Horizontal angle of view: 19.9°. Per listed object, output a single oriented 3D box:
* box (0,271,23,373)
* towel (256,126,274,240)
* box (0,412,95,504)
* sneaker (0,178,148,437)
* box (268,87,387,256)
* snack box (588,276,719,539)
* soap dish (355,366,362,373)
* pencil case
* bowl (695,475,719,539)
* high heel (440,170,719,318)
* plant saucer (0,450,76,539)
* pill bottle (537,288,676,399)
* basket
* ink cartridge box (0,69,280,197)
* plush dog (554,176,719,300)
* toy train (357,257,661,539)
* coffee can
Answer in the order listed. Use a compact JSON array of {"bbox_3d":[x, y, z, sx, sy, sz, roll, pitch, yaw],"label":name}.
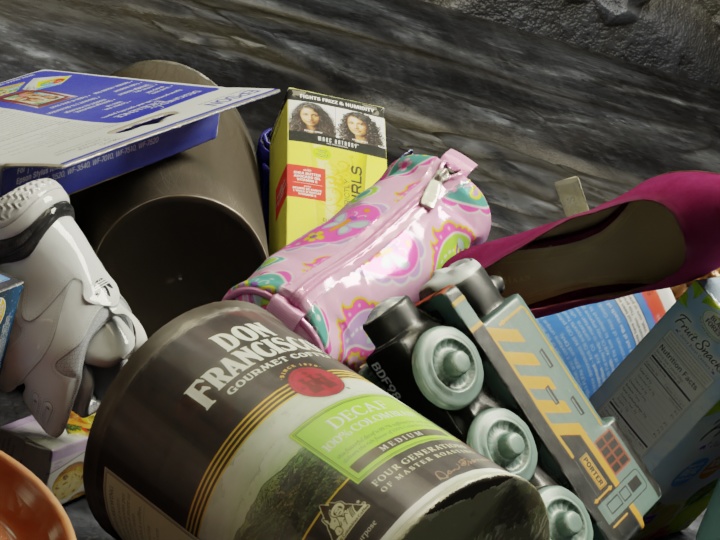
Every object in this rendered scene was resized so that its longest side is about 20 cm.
[{"bbox_3d":[-0.284,0.035,1.081,0.199,0.137,0.038,22,18,17],"label":"box"},{"bbox_3d":[-0.017,-0.018,1.511,0.147,0.050,0.200,25,-25,6],"label":"towel"},{"bbox_3d":[-0.144,0.095,1.202,0.038,0.042,0.200,21,15,21],"label":"box"},{"bbox_3d":[-0.197,0.051,1.110,0.115,0.200,0.075,51,31,6],"label":"sneaker"},{"bbox_3d":[-0.021,-0.032,1.344,0.075,0.050,0.201,12,44,-12],"label":"box"},{"bbox_3d":[0.206,0.090,1.286,0.168,0.200,0.068,-7,50,-53],"label":"snack box"},{"bbox_3d":[0.021,0.062,1.409,0.199,0.082,0.157,12,17,-17],"label":"soap dish"},{"bbox_3d":[0.000,0.000,1.223,0.087,0.088,0.200,25,41,25],"label":"pencil case"},{"bbox_3d":[0.273,0.177,1.192,0.200,0.105,0.201,37,15,-12],"label":"bowl"},{"bbox_3d":[0.137,-0.003,1.184,0.199,0.068,0.096,-18,10,29],"label":"high heel"},{"bbox_3d":[-0.231,0.133,0.953,0.199,0.033,0.201,12,29,-6],"label":"plant saucer"},{"bbox_3d":[0.095,0.061,1.290,0.199,0.113,0.112,-33,40,-21],"label":"pill bottle"},{"bbox_3d":[-0.123,-0.027,1.343,0.135,0.182,0.200,-10,20,-5],"label":"basket"},{"bbox_3d":[-0.182,-0.075,1.220,0.199,0.047,0.197,10,22,34],"label":"ink cartridge box"},{"bbox_3d":[0.178,0.039,1.453,0.159,0.201,0.172,14,24,-14],"label":"plush dog"},{"bbox_3d":[0.081,0.089,1.142,0.114,0.085,0.201,-37,93,-41],"label":"toy train"},{"bbox_3d":[-0.024,0.123,1.046,0.199,0.147,0.146,31,21,37],"label":"coffee can"}]
